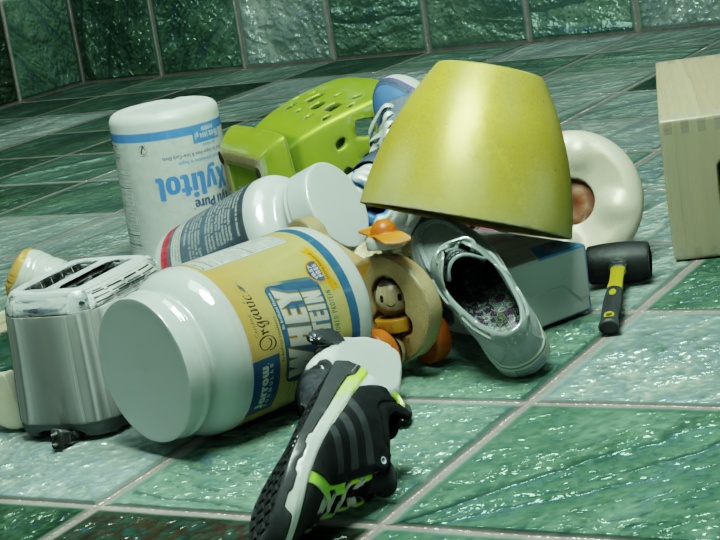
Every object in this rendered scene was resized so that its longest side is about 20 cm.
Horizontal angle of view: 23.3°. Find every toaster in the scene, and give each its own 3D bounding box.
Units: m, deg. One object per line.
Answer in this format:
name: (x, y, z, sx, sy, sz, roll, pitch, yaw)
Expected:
toaster: (-0.239, 0.065, 1.545, 0.113, 0.130, 0.200, -4, 14, 26)

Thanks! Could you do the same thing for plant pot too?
plant pot: (-0.042, -0.095, 1.960, 0.181, 0.200, 0.200, -20, 16, -19)
plant pot: (0.110, -0.115, 1.612, 0.199, 0.143, 0.200, 10, 1, 0)

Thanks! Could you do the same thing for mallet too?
mallet: (0.229, 0.018, 1.639, 0.066, 0.041, 0.200, -3, 18, 20)

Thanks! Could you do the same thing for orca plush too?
orca plush: (-0.019, 0.115, 1.391, 0.105, 0.071, 0.200, 34, 22, -11)

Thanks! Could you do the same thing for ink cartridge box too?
ink cartridge box: (0.112, 0.010, 1.672, 0.115, 0.068, 0.200, -17, 16, -32)

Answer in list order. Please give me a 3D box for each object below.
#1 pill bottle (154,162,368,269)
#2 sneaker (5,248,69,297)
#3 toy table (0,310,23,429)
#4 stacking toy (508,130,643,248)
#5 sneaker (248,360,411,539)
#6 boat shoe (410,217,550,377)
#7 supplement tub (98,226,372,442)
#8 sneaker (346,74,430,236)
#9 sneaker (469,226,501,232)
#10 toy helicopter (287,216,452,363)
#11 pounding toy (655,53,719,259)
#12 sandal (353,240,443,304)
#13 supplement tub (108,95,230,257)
pill bottle: (-0.095, -0.024, 1.707, 0.200, 0.120, 0.119, -28, 1, 33)
sneaker: (-0.262, 0.041, 1.706, 0.088, 0.076, 0.200, 16, -7, 26)
toy table: (-0.378, 0.072, 1.560, 0.117, 0.184, 0.200, -22, 14, 21)
stacking toy: (0.234, -0.066, 1.859, 0.145, 0.147, 0.200, -6, -5, 13)
sneaker: (-0.011, 0.135, 1.216, 0.083, 0.072, 0.200, 31, 39, -2)
boat shoe: (0.099, 0.006, 1.510, 0.070, 0.072, 0.201, -32, 47, -4)
supplement tub: (-0.104, 0.054, 1.465, 0.200, 0.145, 0.144, -21, 18, -40)
sneaker: (0.023, -0.118, 1.775, 0.146, 0.081, 0.200, -11, 56, -32)
sneaker: (0.107, -0.046, 1.859, 0.199, 0.096, 0.079, -18, 14, -38)
toy helicopter: (0.000, 0.000, 1.548, 0.079, 0.133, 0.200, -19, 39, -36)
pounding toy: (0.387, -0.109, 1.802, 0.141, 0.201, 0.184, -6, 28, 12)
sandal: (0.012, 0.006, 1.634, 0.069, 0.078, 0.211, 20, -28, -35)
supplement tub: (-0.217, -0.097, 2.056, 0.131, 0.201, 0.132, -9, 13, 2)
